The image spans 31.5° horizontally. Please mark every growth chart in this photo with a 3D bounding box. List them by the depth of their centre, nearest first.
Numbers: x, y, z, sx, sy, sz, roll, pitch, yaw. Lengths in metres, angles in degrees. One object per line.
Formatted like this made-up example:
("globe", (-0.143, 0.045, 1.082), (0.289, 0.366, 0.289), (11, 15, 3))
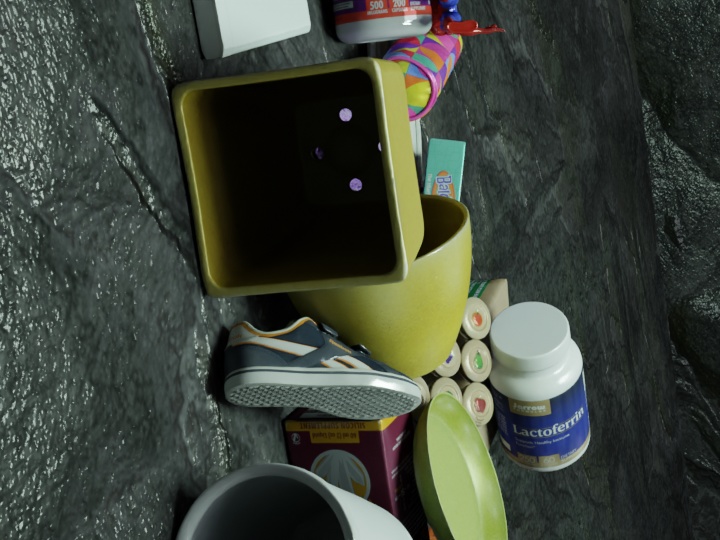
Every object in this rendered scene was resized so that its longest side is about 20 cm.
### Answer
("growth chart", (0.045, -0.209, 1.592), (0.200, 0.018, 0.145), (58, 27, -49))

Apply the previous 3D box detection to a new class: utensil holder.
("utensil holder", (-0.047, 0.269, 1.139), (0.200, 0.169, 0.171), (38, 52, -63))

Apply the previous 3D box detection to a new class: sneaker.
("sneaker", (-0.034, 0.089, 1.209), (0.199, 0.078, 0.080), (11, 55, -27))

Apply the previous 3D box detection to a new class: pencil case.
("pencil case", (0.066, -0.245, 1.531), (0.200, 0.088, 0.089), (-66, 145, -63))

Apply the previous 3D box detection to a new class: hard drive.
("hard drive", (-0.109, -0.286, 1.249), (0.200, 0.026, 0.132), (-38, 121, -62))

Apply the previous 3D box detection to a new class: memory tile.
("memory tile", (0.075, 0.092, 1.422), (0.199, 0.017, 0.154), (11, 73, -38))

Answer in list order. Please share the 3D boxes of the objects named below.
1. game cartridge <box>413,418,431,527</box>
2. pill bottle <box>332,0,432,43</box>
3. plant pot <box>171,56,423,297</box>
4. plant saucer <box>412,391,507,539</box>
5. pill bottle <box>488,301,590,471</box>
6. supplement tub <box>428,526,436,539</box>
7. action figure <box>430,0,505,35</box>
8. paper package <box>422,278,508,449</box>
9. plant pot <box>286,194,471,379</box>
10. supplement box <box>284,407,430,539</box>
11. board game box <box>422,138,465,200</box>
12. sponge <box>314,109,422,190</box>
("game cartridge", (0.057, 0.193, 1.431), (0.200, 0.038, 0.130), (55, 21, 17))
("pill bottle", (0.017, -0.362, 1.446), (0.112, 0.112, 0.201), (-25, 110, -65))
("plant pot", (-0.035, -0.098, 1.201), (0.200, 0.193, 0.196), (-37, 121, -69))
("plant saucer", (0.101, 0.228, 1.343), (0.200, 0.031, 0.200), (53, 26, -40))
("pill bottle", (0.215, 0.141, 1.555), (0.116, 0.115, 0.200), (-69, 153, -44))
("supplement tub", (0.130, 0.387, 1.594), (0.200, 0.122, 0.123), (47, 45, -56))
("action figure", (0.126, -0.301, 1.460), (0.200, 0.099, 0.066), (-120, -157, -78))
("paper package", (0.120, 0.128, 1.605), (0.200, 0.103, 0.191), (-52, 141, -57))
("plant pot", (0.028, 0.028, 1.289), (0.200, 0.199, 0.142), (-54, 132, -56))
("supplement box", (0.000, 0.234, 1.325), (0.086, 0.110, 0.201), (-34, 117, -63))
("board game box", (0.094, -0.072, 1.527), (0.200, 0.045, 0.153), (-18, 114, -87))
("sponge", (-0.004, -0.137, 1.410), (0.112, 0.030, 0.200), (60, 19, 13))
